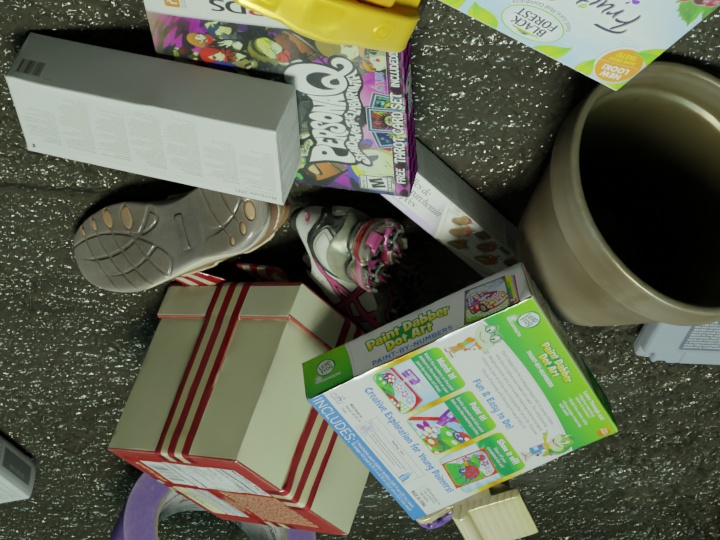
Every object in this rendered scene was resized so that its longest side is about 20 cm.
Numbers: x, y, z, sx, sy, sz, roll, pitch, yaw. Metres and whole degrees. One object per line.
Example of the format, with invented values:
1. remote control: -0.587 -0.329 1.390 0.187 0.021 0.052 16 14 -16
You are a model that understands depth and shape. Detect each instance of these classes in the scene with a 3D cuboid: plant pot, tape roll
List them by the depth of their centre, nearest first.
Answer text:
1. plant pot: 0.211 -0.035 1.194 0.200 0.200 0.174 9 157 -19
2. tape roll: -0.151 0.283 1.555 0.200 0.200 0.085 9 141 -19

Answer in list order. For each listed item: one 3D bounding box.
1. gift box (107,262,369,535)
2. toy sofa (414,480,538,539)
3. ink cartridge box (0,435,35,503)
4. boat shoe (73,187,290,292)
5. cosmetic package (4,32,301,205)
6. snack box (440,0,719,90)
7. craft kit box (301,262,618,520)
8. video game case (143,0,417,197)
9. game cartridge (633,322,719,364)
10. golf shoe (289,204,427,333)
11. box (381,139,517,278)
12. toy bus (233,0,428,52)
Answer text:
1. gift box: -0.098 0.103 1.327 0.200 0.187 0.185 4 152 37
2. toy sofa: 0.089 0.156 1.411 0.098 0.200 0.083 -19 143 7
3. ink cartridge box: -0.451 0.191 1.532 0.200 0.050 0.162 -9 145 20
4. boat shoe: -0.143 -0.027 1.235 0.200 0.076 0.072 -10 180 31
5. cosmetic package: -0.144 -0.109 1.092 0.200 0.051 0.083 13 144 10
6. snack box: 0.141 -0.209 0.995 0.200 0.053 0.142 21 138 -31
7. craft kit box: 0.085 0.104 1.252 0.197 0.049 0.200 -23 134 14
8. video game case: -0.052 -0.136 1.093 0.181 0.036 0.200 8 145 9
9. game cartridge: 0.368 0.040 1.427 0.200 0.041 0.133 3 147 -12
10. golf shoe: 0.000 0.000 1.311 0.092 0.073 0.200 22 159 23
11. box: 0.065 -0.056 1.252 0.039 0.041 0.200 -26 140 26
12. toy bus: -0.002 -0.250 0.852 0.136 0.200 0.192 15 132 -26
